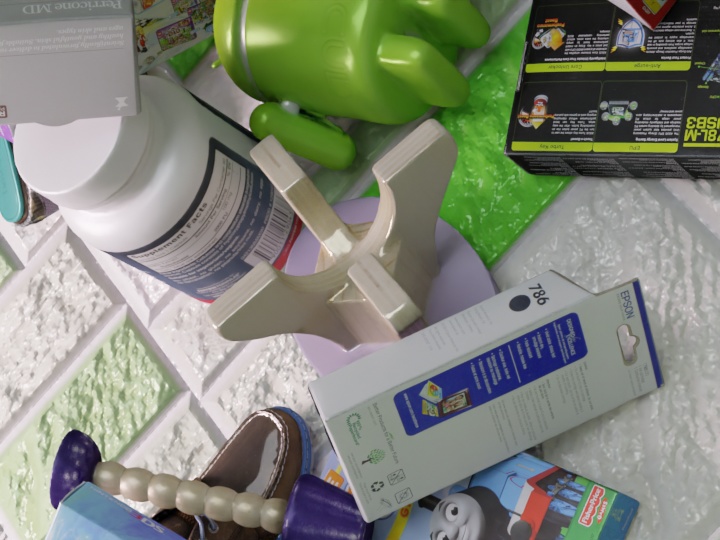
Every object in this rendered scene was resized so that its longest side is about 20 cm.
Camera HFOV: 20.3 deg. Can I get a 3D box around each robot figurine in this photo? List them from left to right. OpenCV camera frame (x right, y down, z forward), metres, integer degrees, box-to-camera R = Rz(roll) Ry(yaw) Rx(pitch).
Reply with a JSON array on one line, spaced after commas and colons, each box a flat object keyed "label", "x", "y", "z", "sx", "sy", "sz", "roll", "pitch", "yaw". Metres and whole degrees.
[{"label": "robot figurine", "x": -0.014, "y": -0.161, "z": 1.337, "sx": 0.199, "sy": 0.116, "sz": 0.177, "roll": 12, "pitch": 78, "yaw": 35}]

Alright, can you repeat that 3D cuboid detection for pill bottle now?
[{"label": "pill bottle", "x": -0.132, "y": -0.060, "z": 1.323, "sx": 0.119, "sy": 0.200, "sz": 0.121, "roll": -12, "pitch": 66, "yaw": 28}]

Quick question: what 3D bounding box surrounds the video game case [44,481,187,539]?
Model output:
[{"label": "video game case", "x": -0.125, "y": 0.256, "z": 1.215, "sx": 0.199, "sy": 0.045, "sz": 0.182, "roll": 29, "pitch": 107, "yaw": 8}]

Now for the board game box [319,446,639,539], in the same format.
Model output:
[{"label": "board game box", "x": 0.052, "y": 0.172, "z": 1.220, "sx": 0.199, "sy": 0.037, "sz": 0.152, "roll": 20, "pitch": 84, "yaw": 37}]

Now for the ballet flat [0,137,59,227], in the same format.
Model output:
[{"label": "ballet flat", "x": -0.258, "y": -0.135, "z": 1.483, "sx": 0.072, "sy": 0.072, "sz": 0.202, "roll": -14, "pitch": 95, "yaw": 28}]

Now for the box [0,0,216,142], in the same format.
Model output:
[{"label": "box", "x": -0.188, "y": -0.196, "z": 1.392, "sx": 0.199, "sy": 0.138, "sz": 0.039, "roll": -32, "pitch": 34, "yaw": -26}]

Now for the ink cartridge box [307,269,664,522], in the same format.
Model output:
[{"label": "ink cartridge box", "x": 0.075, "y": 0.067, "z": 1.172, "sx": 0.199, "sy": 0.100, "sz": 0.039, "roll": -23, "pitch": 43, "yaw": -3}]

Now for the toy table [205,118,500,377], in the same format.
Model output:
[{"label": "toy table", "x": 0.000, "y": 0.000, "z": 1.245, "sx": 0.184, "sy": 0.117, "sz": 0.200, "roll": -48, "pitch": 48, "yaw": -9}]

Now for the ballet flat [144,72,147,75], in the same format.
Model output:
[{"label": "ballet flat", "x": -0.189, "y": -0.133, "z": 1.476, "sx": 0.067, "sy": 0.068, "sz": 0.201, "roll": -56, "pitch": 46, "yaw": 37}]

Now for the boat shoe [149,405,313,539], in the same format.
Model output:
[{"label": "boat shoe", "x": -0.098, "y": 0.176, "z": 1.293, "sx": 0.072, "sy": 0.072, "sz": 0.201, "roll": 24, "pitch": 86, "yaw": 36}]

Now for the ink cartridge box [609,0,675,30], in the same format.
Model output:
[{"label": "ink cartridge box", "x": 0.158, "y": -0.267, "z": 1.159, "sx": 0.084, "sy": 0.200, "sz": 0.176, "roll": 39, "pitch": 94, "yaw": 36}]

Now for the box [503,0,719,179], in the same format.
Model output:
[{"label": "box", "x": 0.199, "y": -0.153, "z": 1.242, "sx": 0.199, "sy": 0.047, "sz": 0.195, "roll": 2, "pitch": 76, "yaw": 33}]

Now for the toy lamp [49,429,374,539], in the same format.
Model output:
[{"label": "toy lamp", "x": -0.090, "y": 0.141, "z": 1.233, "sx": 0.198, "sy": 0.058, "sz": 0.059, "roll": 11, "pitch": 77, "yaw": 10}]

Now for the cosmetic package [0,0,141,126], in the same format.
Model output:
[{"label": "cosmetic package", "x": -0.195, "y": -0.186, "z": 1.237, "sx": 0.106, "sy": 0.091, "sz": 0.201, "roll": -7, "pitch": 46, "yaw": -9}]
